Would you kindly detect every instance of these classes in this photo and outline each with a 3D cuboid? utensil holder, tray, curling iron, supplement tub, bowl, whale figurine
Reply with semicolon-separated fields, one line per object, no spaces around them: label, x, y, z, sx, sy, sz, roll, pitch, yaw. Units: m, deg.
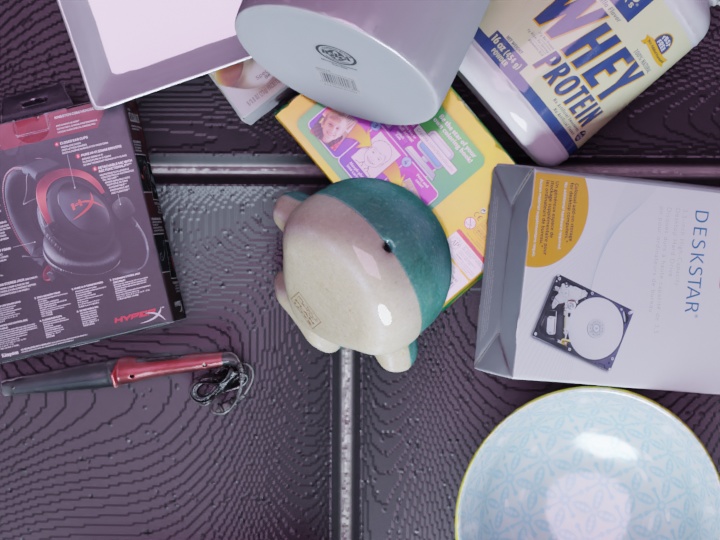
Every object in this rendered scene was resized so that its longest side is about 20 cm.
utensil holder;0.021;-0.228;1.590;0.170;0.170;0.200;23;72;3
tray;-0.120;-0.199;1.676;0.199;0.022;0.108;-18;89;3
curling iron;-0.183;0.089;1.763;0.199;0.026;0.050;-1;88;4
supplement tub;0.167;-0.190;1.678;0.200;0.145;0.145;-41;89;4
bowl;0.171;0.183;1.703;0.199;0.108;0.201;0;91;3
whale figurine;0.000;0.000;1.681;0.104;0.200;0.159;-37;88;-22

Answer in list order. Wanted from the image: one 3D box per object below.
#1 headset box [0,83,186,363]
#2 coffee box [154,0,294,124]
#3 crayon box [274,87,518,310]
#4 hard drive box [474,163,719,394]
headset box;-0.230;-0.041;1.739;0.148;0.075;0.201;-14;90;3
coffee box;-0.104;-0.225;1.726;0.114;0.080;0.200;-38;89;3
crayon box;0.043;-0.082;1.731;0.119;0.058;0.200;-40;89;3
hard drive box;0.195;0.007;1.679;0.199;0.077;0.156;4;92;-21
